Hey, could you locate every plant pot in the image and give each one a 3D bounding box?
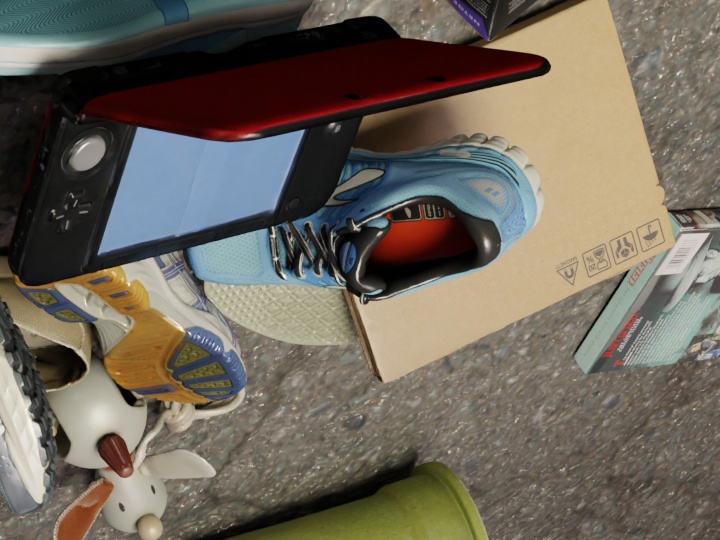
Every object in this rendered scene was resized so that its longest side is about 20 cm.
[{"bbox_3d":[-0.021,0.242,1.520,0.182,0.201,0.201,-7,141,-18],"label":"plant pot"}]

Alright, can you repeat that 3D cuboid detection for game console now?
[{"bbox_3d":[-0.039,-0.046,1.030,0.199,0.119,0.173,-15,140,-40],"label":"game console"}]

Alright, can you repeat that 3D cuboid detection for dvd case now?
[{"bbox_3d":[0.260,0.010,1.595,0.199,0.022,0.147,-7,139,-38],"label":"dvd case"}]

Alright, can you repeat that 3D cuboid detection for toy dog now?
[{"bbox_3d":[-0.137,0.110,1.304,0.132,0.097,0.200,-39,147,10],"label":"toy dog"}]

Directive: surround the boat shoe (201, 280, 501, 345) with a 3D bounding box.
[{"bbox_3d":[0.000,0.000,1.317,0.198,0.063,0.075,0,139,-20],"label":"boat shoe"}]

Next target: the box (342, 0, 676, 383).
[{"bbox_3d":[0.073,-0.048,1.274,0.199,0.021,0.165,-24,112,-13],"label":"box"}]

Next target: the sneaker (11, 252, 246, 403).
[{"bbox_3d":[-0.113,0.001,1.184,0.075,0.089,0.200,-10,149,17],"label":"sneaker"}]

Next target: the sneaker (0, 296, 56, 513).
[{"bbox_3d":[-0.215,0.035,1.095,0.086,0.078,0.201,-25,104,0],"label":"sneaker"}]

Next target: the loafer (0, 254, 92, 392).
[{"bbox_3d":[-0.221,0.034,1.156,0.199,0.068,0.076,-9,141,-34],"label":"loafer"}]

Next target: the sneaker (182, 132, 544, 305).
[{"bbox_3d":[-0.007,-0.024,1.180,0.198,0.090,0.079,-9,114,20],"label":"sneaker"}]

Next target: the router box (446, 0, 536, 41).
[{"bbox_3d":[0.121,-0.218,1.059,0.200,0.052,0.157,-41,167,-16],"label":"router box"}]

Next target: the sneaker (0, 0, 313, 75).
[{"bbox_3d":[-0.116,-0.093,1.072,0.198,0.080,0.131,-12,141,-29],"label":"sneaker"}]
